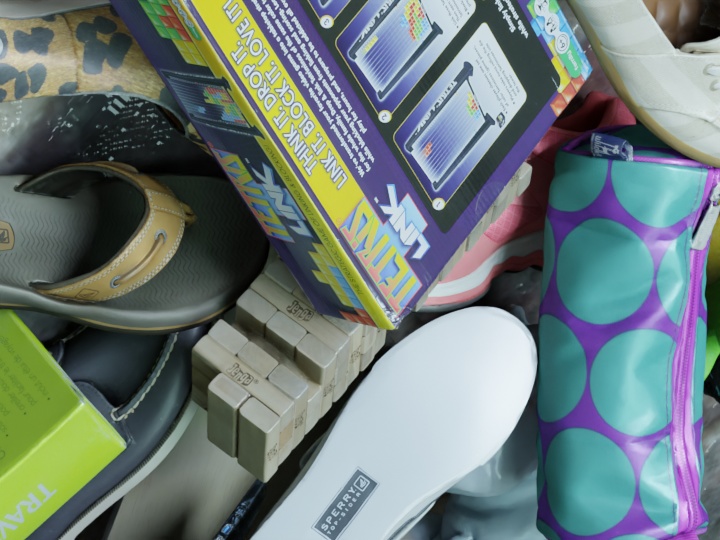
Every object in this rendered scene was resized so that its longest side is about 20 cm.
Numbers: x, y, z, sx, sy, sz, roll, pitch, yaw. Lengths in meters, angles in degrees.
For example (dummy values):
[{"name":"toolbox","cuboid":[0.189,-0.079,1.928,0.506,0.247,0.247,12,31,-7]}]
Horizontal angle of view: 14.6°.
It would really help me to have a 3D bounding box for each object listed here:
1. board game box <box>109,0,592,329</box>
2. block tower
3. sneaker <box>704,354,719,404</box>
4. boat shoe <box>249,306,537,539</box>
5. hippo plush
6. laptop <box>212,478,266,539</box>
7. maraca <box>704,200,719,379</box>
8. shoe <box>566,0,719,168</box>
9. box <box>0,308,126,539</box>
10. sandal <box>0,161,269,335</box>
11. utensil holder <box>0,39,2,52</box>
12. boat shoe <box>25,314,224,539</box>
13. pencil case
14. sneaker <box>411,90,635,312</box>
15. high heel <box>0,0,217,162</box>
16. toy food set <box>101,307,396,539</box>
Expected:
[{"name":"board game box","cuboid":[0.000,-0.103,1.202,0.166,0.057,0.200,-50,130,-23]},{"name":"block tower","cuboid":[0.000,0.000,1.286,0.200,0.054,0.058,-48,164,-24]},{"name":"sneaker","cuboid":[0.216,0.050,1.481,0.075,0.200,0.079,27,122,-7]},{"name":"boat shoe","cuboid":[0.008,0.099,1.360,0.072,0.068,0.200,38,87,-2]},{"name":"hippo plush","cuboid":[0.093,0.117,1.440,0.199,0.159,0.162,-15,128,-28]},{"name":"laptop","cuboid":[-0.150,0.181,1.279,0.178,0.103,0.200,-62,175,32]},{"name":"maraca","cuboid":[0.198,-0.036,1.414,0.106,0.201,0.137,23,152,-8]},{"name":"shoe","cuboid":[0.136,-0.116,1.256,0.200,0.053,0.070,45,68,-28]},{"name":"box","cuboid":[-0.212,0.101,1.224,0.200,0.122,0.048,-42,138,-5]},{"name":"sandal","cuboid":[-0.121,-0.021,1.235,0.199,0.082,0.055,7,146,-33]},{"name":"utensil holder","cuboid":[-0.253,-0.047,1.060,0.170,0.170,0.201,29,97,-45]},{"name":"boat shoe","cuboid":[-0.139,0.073,1.297,0.200,0.073,0.063,-51,139,11]},{"name":"pencil case","cuboid":[0.131,0.032,1.342,0.085,0.092,0.202,-7,103,-47]},{"name":"sneaker","cuboid":[0.057,-0.040,1.381,0.199,0.074,0.087,-16,114,-32]},{"name":"high heel","cuboid":[-0.128,-0.068,1.197,0.143,0.071,0.200,-46,120,-9]},{"name":"toy food set","cuboid":[-0.074,0.112,1.393,0.143,0.060,0.201,12,105,-38]}]
